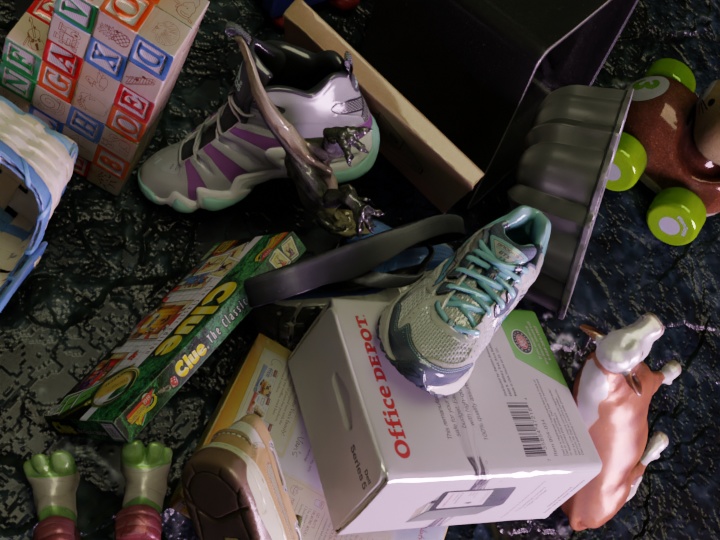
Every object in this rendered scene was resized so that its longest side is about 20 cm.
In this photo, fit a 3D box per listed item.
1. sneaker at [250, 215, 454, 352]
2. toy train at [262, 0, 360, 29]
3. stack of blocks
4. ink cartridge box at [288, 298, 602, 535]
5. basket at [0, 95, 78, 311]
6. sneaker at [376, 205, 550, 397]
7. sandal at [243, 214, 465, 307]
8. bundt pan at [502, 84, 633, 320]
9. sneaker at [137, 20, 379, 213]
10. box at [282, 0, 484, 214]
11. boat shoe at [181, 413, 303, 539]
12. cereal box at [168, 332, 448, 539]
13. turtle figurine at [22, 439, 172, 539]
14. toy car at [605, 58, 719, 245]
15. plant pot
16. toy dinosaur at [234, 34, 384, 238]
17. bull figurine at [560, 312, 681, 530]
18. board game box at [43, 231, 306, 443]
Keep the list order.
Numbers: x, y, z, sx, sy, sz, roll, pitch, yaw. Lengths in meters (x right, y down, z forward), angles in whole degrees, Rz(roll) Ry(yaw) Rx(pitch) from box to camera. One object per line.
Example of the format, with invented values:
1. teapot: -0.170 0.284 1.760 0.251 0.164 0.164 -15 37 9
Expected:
1. sneaker: -0.005 0.009 0.883 0.198 0.079 0.090 -12 58 -33
2. toy train: -0.030 -0.313 1.018 0.199 0.085 0.116 -27 66 -32
3. stack of blocks: -0.195 -0.148 0.784 0.114 0.200 0.059 30 58 -9
4. ink cartridge box: 0.060 0.106 0.804 0.197 0.084 0.147 5 51 -32
5. basket: -0.287 -0.044 0.716 0.175 0.140 0.200 35 26 -5
6. sneaker: 0.080 0.010 0.775 0.077 0.087 0.200 38 39 4
7. sandal: -0.001 0.000 0.796 0.198 0.076 0.043 -20 93 -38
8. bundt pan: 0.169 -0.065 0.926 0.075 0.203 0.204 16 57 12
9. sneaker: -0.092 -0.125 0.822 0.197 0.141 0.078 -13 47 5
10. box: 0.014 -0.131 0.902 0.200 0.163 0.021 44 86 0
11. boat shoe: -0.061 0.190 0.721 0.071 0.203 0.076 6 28 23
12. cereal box: -0.025 0.158 0.812 0.198 0.040 0.145 32 55 -9
13. turtle figurine: -0.169 0.191 0.654 0.200 0.143 0.196 39 32 -43
14. toy car: 0.343 -0.152 1.034 0.157 0.200 0.165 41 56 -1
15. plant pot: 0.116 -0.217 0.978 0.177 0.201 0.199 40 56 14
16. toy dinosaur: -0.026 -0.074 0.768 0.088 0.201 0.048 24 63 40
17. bull figurine: 0.204 0.111 0.859 0.065 0.203 0.121 28 32 34
18. board game box: -0.132 0.044 0.781 0.200 0.104 0.024 -50 120 -34
